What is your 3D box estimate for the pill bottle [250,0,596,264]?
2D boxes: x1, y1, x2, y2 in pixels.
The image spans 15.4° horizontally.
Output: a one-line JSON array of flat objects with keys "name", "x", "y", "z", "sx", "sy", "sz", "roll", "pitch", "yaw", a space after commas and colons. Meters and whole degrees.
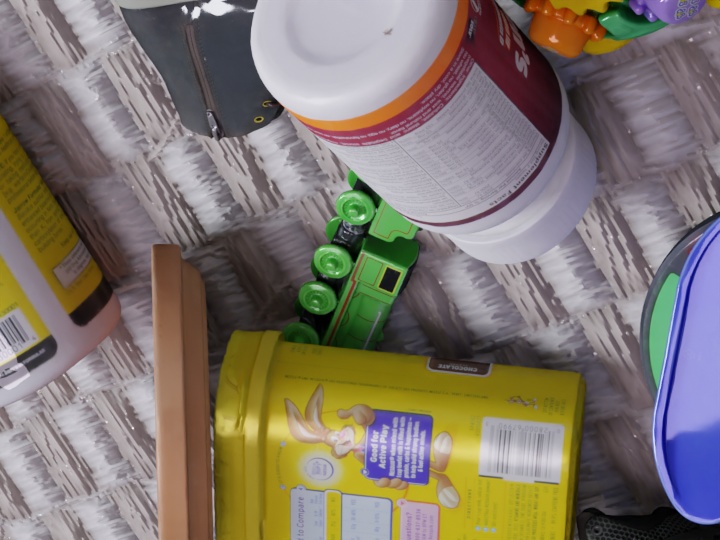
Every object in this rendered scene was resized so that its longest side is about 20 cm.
[{"name": "pill bottle", "x": 0.038, "y": -0.085, "z": 1.323, "sx": 0.109, "sy": 0.110, "sz": 0.200, "roll": -4, "pitch": 155, "yaw": 29}]

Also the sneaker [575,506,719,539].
[{"name": "sneaker", "x": 0.141, "y": 0.206, "z": 1.459, "sx": 0.114, "sy": 0.200, "sz": 0.076, "roll": 29, "pitch": 147, "yaw": 21}]

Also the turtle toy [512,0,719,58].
[{"name": "turtle toy", "x": 0.133, "y": -0.173, "z": 1.273, "sx": 0.199, "sy": 0.101, "sz": 0.146, "roll": -17, "pitch": 111, "yaw": 34}]

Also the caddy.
[{"name": "caddy", "x": 0.224, "y": 0.047, "z": 1.316, "sx": 0.141, "sy": 0.105, "sz": 0.201, "roll": 14, "pitch": 102, "yaw": 19}]

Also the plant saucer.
[{"name": "plant saucer", "x": -0.101, "y": 0.085, "z": 1.513, "sx": 0.032, "sy": 0.201, "sz": 0.201, "roll": -1, "pitch": 124, "yaw": -4}]

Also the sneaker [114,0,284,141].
[{"name": "sneaker", "x": -0.028, "y": -0.132, "z": 1.414, "sx": 0.199, "sy": 0.075, "sz": 0.107, "roll": -2, "pitch": 130, "yaw": 30}]

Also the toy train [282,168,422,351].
[{"name": "toy train", "x": 0.000, "y": 0.000, "z": 1.496, "sx": 0.056, "sy": 0.042, "sz": 0.201, "roll": 22, "pitch": 129, "yaw": -1}]

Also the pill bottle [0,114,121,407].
[{"name": "pill bottle", "x": -0.236, "y": -0.028, "z": 1.551, "sx": 0.114, "sy": 0.114, "sz": 0.201, "roll": -20, "pitch": 109, "yaw": 35}]

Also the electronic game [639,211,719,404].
[{"name": "electronic game", "x": 0.242, "y": 0.050, "z": 1.399, "sx": 0.199, "sy": 0.042, "sz": 0.201, "roll": 14, "pitch": 125, "yaw": 20}]

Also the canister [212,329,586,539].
[{"name": "canister", "x": 0.023, "y": 0.113, "z": 1.499, "sx": 0.199, "sy": 0.087, "sz": 0.149, "roll": 6, "pitch": 127, "yaw": 7}]
